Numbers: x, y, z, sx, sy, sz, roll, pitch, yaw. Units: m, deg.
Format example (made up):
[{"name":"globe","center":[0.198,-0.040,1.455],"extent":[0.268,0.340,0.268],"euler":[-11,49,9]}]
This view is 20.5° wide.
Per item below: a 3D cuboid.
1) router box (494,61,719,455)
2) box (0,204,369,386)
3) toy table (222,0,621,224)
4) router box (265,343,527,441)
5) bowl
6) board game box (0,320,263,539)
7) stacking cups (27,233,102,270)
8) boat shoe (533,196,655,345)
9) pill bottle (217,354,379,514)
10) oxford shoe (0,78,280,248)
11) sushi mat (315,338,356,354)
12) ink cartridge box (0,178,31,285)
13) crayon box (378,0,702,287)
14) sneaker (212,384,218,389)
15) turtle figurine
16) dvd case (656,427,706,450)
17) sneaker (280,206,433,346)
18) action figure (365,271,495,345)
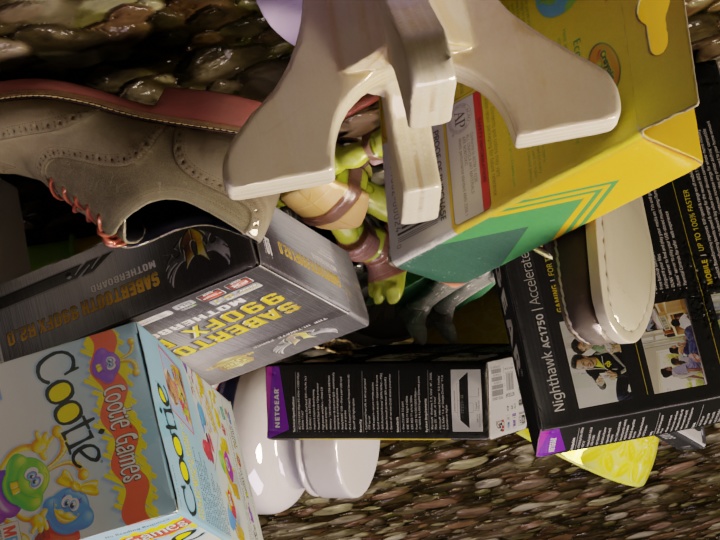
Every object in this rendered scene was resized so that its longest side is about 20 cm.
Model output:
[{"name":"router box","center":[0.150,-0.010,1.118],"extent":[0.148,0.201,0.051],"euler":[-10,158,-3]},{"name":"box","center":[-0.115,0.028,1.091],"extent":[0.199,0.049,0.158],"euler":[-21,160,15]},{"name":"toy table","center":[0.018,-0.105,0.915],"extent":[0.183,0.118,0.200],"euler":[-14,163,8]},{"name":"router box","center":[0.047,0.076,1.279],"extent":[0.148,0.051,0.200],"euler":[-2,-179,24]},{"name":"bowl","center":[0.147,0.062,1.462],"extent":[0.200,0.200,0.108],"euler":[20,101,-58]},{"name":"board game box","center":[-0.130,0.112,1.079],"extent":[0.102,0.105,0.200],"euler":[-17,162,5]},{"name":"stacking cups","center":[-0.229,0.018,1.211],"extent":[0.199,0.061,0.061],"euler":[-10,162,-2]},{"name":"boat shoe","center":[0.113,-0.041,1.044],"extent":[0.059,0.201,0.072],"euler":[-18,140,24]},{"name":"pill bottle","center":[-0.094,0.110,1.397],"extent":[0.199,0.120,0.120],"euler":[1,167,21]},{"name":"oxford shoe","center":[-0.134,-0.051,0.991],"extent":[0.199,0.075,0.070],"euler":[3,168,21]},{"name":"sushi mat","center":[-0.064,0.037,1.296],"extent":[0.095,0.012,0.200],"euler":[17,176,-9]},{"name":"ink cartridge box","center":[-0.279,-0.014,1.048],"extent":[0.144,0.084,0.200],"euler":[-17,162,12]},{"name":"crayon box","center":[0.095,-0.087,0.987],"extent":[0.051,0.128,0.200],"euler":[19,147,-39]},{"name":"sneaker","center":[-0.178,0.047,1.279],"extent":[0.199,0.073,0.077],"euler":[-5,166,36]},{"name":"turtle figurine","center":[-0.021,-0.038,1.159],"extent":[0.200,0.065,0.161],"euler":[-33,135,25]},{"name":"dvd case","center":[0.199,0.038,1.390],"extent":[0.025,0.151,0.200],"euler":[-11,163,22]},{"name":"sneaker","center":[0.000,0.000,1.274],"extent":[0.199,0.075,0.082],"euler":[6,155,-43]},{"name":"action figure","center":[0.106,-0.030,1.232],"extent":[0.200,0.055,0.118],"euler":[-44,161,23]}]
